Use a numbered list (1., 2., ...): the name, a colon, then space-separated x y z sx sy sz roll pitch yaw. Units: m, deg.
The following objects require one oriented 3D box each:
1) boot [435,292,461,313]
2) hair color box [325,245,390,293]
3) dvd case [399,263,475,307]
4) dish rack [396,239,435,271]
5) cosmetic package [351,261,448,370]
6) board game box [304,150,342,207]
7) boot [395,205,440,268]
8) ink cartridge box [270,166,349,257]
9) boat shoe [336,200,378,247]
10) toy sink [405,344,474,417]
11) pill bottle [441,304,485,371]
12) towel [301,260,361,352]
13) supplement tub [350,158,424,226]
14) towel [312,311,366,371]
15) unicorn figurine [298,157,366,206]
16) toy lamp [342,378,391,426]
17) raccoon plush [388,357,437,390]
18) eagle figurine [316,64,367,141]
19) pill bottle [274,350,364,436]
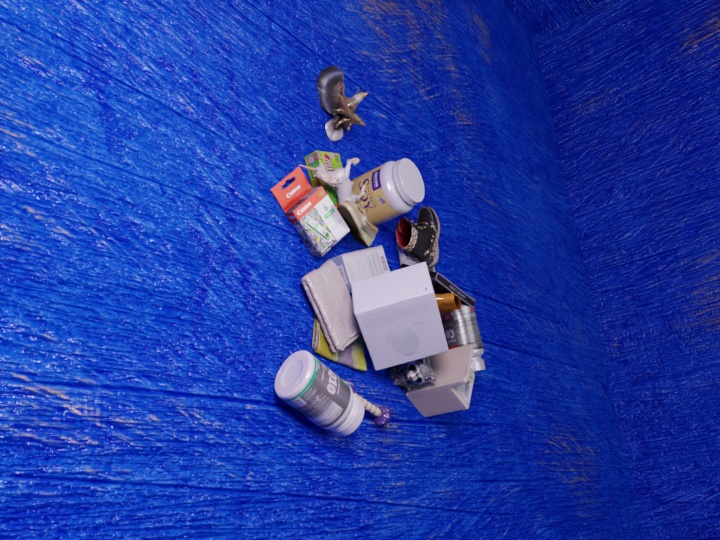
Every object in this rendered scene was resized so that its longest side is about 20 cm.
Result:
1. boot: 0.217 0.110 1.849 0.201 0.140 0.073 53 34 -70
2. hair color box: 0.000 0.000 1.724 0.198 0.060 0.101 -15 86 -55
3. dvd case: 0.222 0.044 1.867 0.199 0.149 0.025 35 78 -39
4. dish rack: 0.168 -0.010 1.978 0.170 0.043 0.205 15 62 -50
5. cosmetic package: 0.098 0.114 1.615 0.124 0.194 0.203 -98 171 -51
6. board game box: -0.077 -0.211 1.732 0.101 0.047 0.205 -7 79 -54
7. boot: 0.170 -0.122 1.944 0.149 0.072 0.205 26 58 -45
8. ink cartridge box: -0.122 -0.146 1.601 0.109 0.050 0.202 -42 111 -26
9. boat shoe: -0.003 -0.131 1.674 0.064 0.072 0.201 -52 148 -10
10. toy sink: 0.243 0.307 1.789 0.113 0.197 0.132 49 39 -25
11. pill bottle: 0.318 0.216 2.013 0.113 0.112 0.205 5 70 -52
12. towel: -0.065 0.086 1.577 0.132 0.034 0.204 -33 100 -57
13. supplement tub: 0.064 -0.212 1.794 0.144 0.197 0.149 28 51 -43
14. towel: -0.049 0.159 1.610 0.198 0.022 0.147 32 49 -43
15. unicorn figurine: -0.049 -0.227 1.668 0.138 0.073 0.203 -51 121 -40
16. toy lamp: -0.002 0.316 1.572 0.200 0.057 0.059 43 42 -37
17. raccoon plush: 0.157 0.233 1.761 0.097 0.132 0.202 49 40 -24
18. eagle figurine: -0.045 -0.478 1.869 0.202 0.147 0.155 -115 -157 -49
19. pill bottle: -0.086 0.274 1.424 0.200 0.111 0.115 44 42 -33
